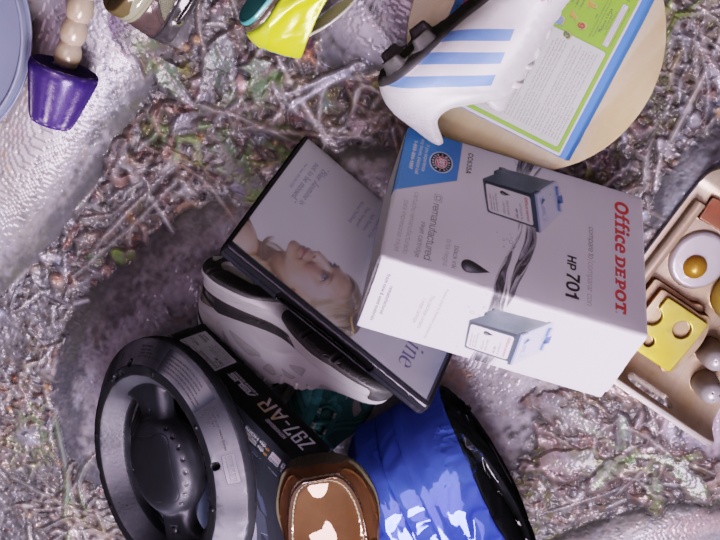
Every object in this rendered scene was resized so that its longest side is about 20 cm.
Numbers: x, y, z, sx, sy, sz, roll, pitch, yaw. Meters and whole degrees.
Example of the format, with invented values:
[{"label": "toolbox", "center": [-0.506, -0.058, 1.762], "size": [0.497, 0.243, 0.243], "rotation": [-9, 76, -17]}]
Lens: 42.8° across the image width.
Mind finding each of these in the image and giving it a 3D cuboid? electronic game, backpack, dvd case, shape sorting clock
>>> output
[{"label": "electronic game", "center": [-0.150, 0.152, 0.727], "size": [0.198, 0.041, 0.203], "rotation": [10, 105, 42]}, {"label": "backpack", "center": [0.058, 0.215, 0.771], "size": [0.166, 0.163, 0.202], "rotation": [-23, 103, -1]}, {"label": "dvd case", "center": [0.000, 0.000, 0.729], "size": [0.199, 0.143, 0.018], "rotation": [39, 137, -10]}, {"label": "shape sorting clock", "center": [0.133, -0.178, 0.709], "size": [0.197, 0.039, 0.203], "rotation": [2, 106, 7]}]

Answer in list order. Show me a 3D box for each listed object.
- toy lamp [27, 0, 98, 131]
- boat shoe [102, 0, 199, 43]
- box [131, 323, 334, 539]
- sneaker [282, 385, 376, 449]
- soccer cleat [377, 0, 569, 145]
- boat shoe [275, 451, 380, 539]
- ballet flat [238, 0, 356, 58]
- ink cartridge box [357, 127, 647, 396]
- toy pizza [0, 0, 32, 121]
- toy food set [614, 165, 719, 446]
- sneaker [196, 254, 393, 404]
[{"label": "toy lamp", "center": [-0.216, -0.209, 0.714], "size": [0.057, 0.058, 0.202], "rotation": [22, 106, -4]}, {"label": "boat shoe", "center": [-0.114, -0.263, 0.687], "size": [0.202, 0.072, 0.066], "rotation": [-55, 137, 2]}, {"label": "box", "center": [-0.106, 0.169, 0.754], "size": [0.200, 0.043, 0.161], "rotation": [41, 121, 21]}, {"label": "sneaker", "center": [-0.050, 0.150, 0.807], "size": [0.077, 0.080, 0.201], "rotation": [37, 106, -9]}, {"label": "soccer cleat", "center": [0.105, -0.171, 0.666], "size": [0.199, 0.070, 0.087], "rotation": [-34, 112, 19]}, {"label": "boat shoe", "center": [-0.015, 0.217, 0.649], "size": [0.074, 0.074, 0.202], "rotation": [-10, 125, -3]}, {"label": "ballet flat", "center": [-0.012, -0.244, 0.692], "size": [0.067, 0.067, 0.200], "rotation": [30, 112, -29]}, {"label": "ink cartridge box", "center": [0.109, -0.008, 0.701], "size": [0.197, 0.148, 0.086], "rotation": [15, 139, -2]}, {"label": "toy pizza", "center": [-0.357, -0.199, 0.738], "size": [0.197, 0.032, 0.203], "rotation": [1, 107, 3]}, {"label": "toy food set", "center": [0.296, 0.033, 0.757], "size": [0.142, 0.061, 0.201], "rotation": [32, 106, -7]}, {"label": "sneaker", "center": [-0.059, 0.078, 0.773], "size": [0.199, 0.075, 0.117], "rotation": [30, 121, 24]}]
